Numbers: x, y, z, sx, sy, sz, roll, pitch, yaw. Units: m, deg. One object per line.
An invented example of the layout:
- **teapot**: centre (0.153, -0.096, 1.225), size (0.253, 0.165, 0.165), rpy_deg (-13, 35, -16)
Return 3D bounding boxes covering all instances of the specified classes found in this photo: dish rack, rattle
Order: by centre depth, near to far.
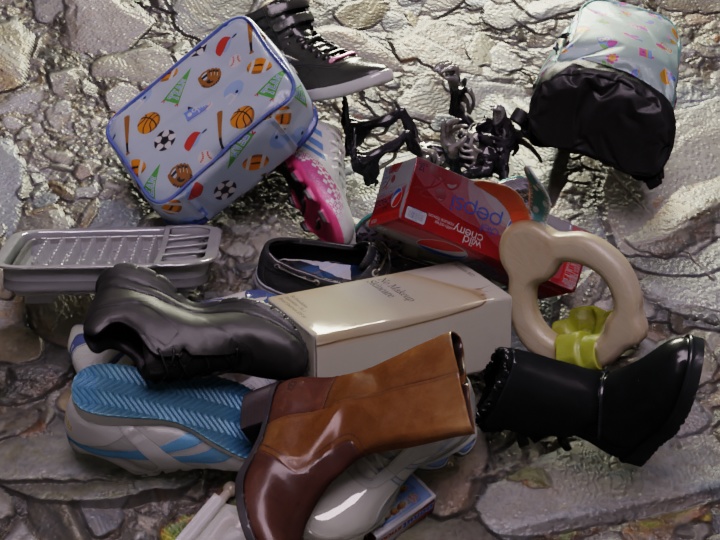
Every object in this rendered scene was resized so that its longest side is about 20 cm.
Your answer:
- **rattle**: centre (0.192, -0.014, 1.734), size (0.143, 0.130, 0.201), rpy_deg (-28, 81, -45)
- **dish rack**: centre (-0.227, -0.005, 1.741), size (0.198, 0.044, 0.172), rpy_deg (-1, 13, -2)

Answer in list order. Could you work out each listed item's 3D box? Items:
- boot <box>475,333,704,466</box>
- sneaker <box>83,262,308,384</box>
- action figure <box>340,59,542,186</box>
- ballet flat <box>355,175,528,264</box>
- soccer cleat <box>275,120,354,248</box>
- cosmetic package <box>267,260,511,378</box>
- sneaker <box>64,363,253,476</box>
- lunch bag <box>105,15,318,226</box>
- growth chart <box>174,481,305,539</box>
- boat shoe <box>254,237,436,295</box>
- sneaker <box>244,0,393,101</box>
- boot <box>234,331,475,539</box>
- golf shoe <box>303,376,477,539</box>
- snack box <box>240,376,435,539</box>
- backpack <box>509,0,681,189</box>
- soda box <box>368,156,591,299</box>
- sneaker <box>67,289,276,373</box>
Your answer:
- **boot**: centre (0.193, 0.100, 1.647), size (0.161, 0.199, 0.074), rpy_deg (16, 59, -4)
- **sneaker**: centre (-0.143, 0.065, 1.626), size (0.199, 0.076, 0.091), rpy_deg (14, 43, 8)
- **action figure**: centre (0.084, -0.140, 1.904), size (0.198, 0.103, 0.119), rpy_deg (-4, 42, -7)
- **ballet flat**: centre (0.094, -0.041, 1.836), size (0.199, 0.072, 0.072), rpy_deg (-15, 52, -24)
- **soccer cleat**: centre (-0.041, -0.104, 1.872), size (0.086, 0.070, 0.200), rpy_deg (-22, 51, -19)
- **cosmetic package**: centre (0.026, 0.055, 1.706), size (0.199, 0.074, 0.103), rpy_deg (-12, 25, -27)
- **sneaker**: centre (-0.156, 0.138, 1.650), size (0.199, 0.081, 0.077), rpy_deg (15, 46, -8)
- **lunch bag**: centre (-0.143, -0.148, 1.852), size (0.200, 0.076, 0.161), rpy_deg (-38, 51, 2)
- **growth chart**: centre (-0.076, 0.266, 1.585), size (0.200, 0.018, 0.145), rpy_deg (36, 54, 22)
- **boat shoe**: centre (0.000, 0.000, 1.794), size (0.198, 0.066, 0.070), rpy_deg (8, 49, 1)
- **sneaker**: centre (-0.051, -0.223, 1.902), size (0.199, 0.100, 0.070), rpy_deg (6, 18, 44)
- **boot**: centre (0.002, 0.154, 1.551), size (0.199, 0.069, 0.189), rpy_deg (-15, 43, 16)
- **golf shoe**: centre (0.019, 0.151, 1.612), size (0.078, 0.098, 0.200), rpy_deg (40, 58, 22)
- **snack box**: centre (-0.025, 0.157, 1.682), size (0.072, 0.024, 0.200), rpy_deg (-30, 58, -29)
- **backpack**: centre (0.256, -0.187, 1.928), size (0.166, 0.127, 0.200), rpy_deg (25, 30, -1)
- **soda box**: centre (0.112, -0.037, 1.775), size (0.199, 0.070, 0.064), rpy_deg (22, 74, -22)
- **sneaker**: centre (-0.170, 0.048, 1.727), size (0.199, 0.076, 0.088), rpy_deg (-20, 54, -23)
